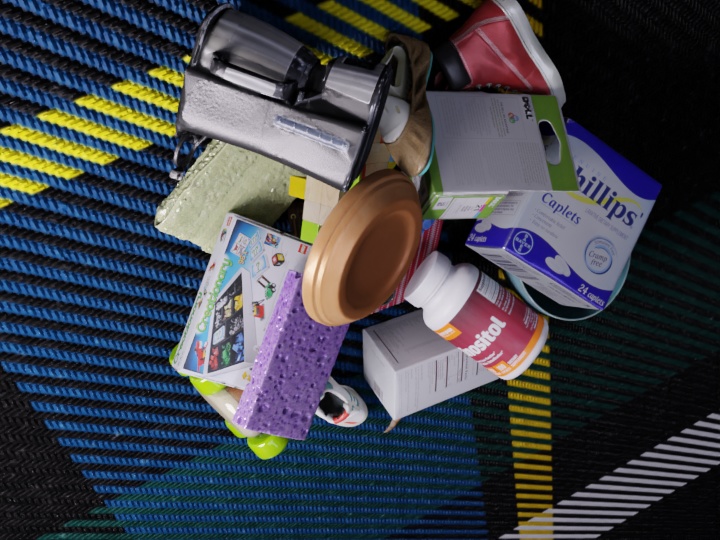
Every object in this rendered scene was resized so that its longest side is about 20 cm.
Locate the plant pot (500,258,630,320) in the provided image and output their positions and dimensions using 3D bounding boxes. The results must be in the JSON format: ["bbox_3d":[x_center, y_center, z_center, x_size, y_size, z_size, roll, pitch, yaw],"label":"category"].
[{"bbox_3d":[0.291,-0.031,1.244,0.199,0.135,0.201,-2,95,-20],"label":"plant pot"}]

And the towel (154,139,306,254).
[{"bbox_3d":[-0.146,-0.106,0.999,0.200,0.037,0.148,-50,135,10],"label":"towel"}]

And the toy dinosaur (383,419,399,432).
[{"bbox_3d":[0.096,0.216,1.393,0.200,0.060,0.106,-44,137,7],"label":"toy dinosaur"}]

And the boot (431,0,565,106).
[{"bbox_3d":[0.177,-0.249,1.067,0.144,0.072,0.200,-42,129,7],"label":"boot"}]

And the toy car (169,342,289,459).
[{"bbox_3d":[-0.129,0.123,1.127,0.200,0.158,0.165,-44,120,-16],"label":"toy car"}]

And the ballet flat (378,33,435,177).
[{"bbox_3d":[0.047,-0.202,0.950,0.072,0.201,0.068,23,147,-31],"label":"ballet flat"}]

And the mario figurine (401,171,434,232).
[{"bbox_3d":[0.082,-0.103,1.107,0.106,0.123,0.200,46,76,-12],"label":"mario figurine"}]

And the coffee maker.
[{"bbox_3d":[-0.083,-0.164,0.874,0.199,0.135,0.192,23,136,1],"label":"coffee maker"}]

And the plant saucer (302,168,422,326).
[{"bbox_3d":[0.012,-0.019,0.942,0.200,0.037,0.201,-40,146,-33],"label":"plant saucer"}]

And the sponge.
[{"bbox_3d":[-0.079,0.109,1.014,0.111,0.030,0.201,23,86,-46],"label":"sponge"}]

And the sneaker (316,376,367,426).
[{"bbox_3d":[-0.041,0.218,1.284,0.070,0.093,0.200,-39,135,2],"label":"sneaker"}]

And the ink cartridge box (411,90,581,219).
[{"bbox_3d":[0.163,-0.146,1.033,0.199,0.148,0.076,-2,159,-16],"label":"ink cartridge box"}]

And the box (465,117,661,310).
[{"bbox_3d":[0.278,-0.076,1.109,0.184,0.105,0.201,29,83,-20],"label":"box"}]

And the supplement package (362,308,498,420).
[{"bbox_3d":[0.116,0.135,1.301,0.199,0.114,0.110,-17,131,-20],"label":"supplement package"}]

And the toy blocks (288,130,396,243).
[{"bbox_3d":[-0.004,-0.138,1.009,0.137,0.100,0.201,-17,119,-54],"label":"toy blocks"}]

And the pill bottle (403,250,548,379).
[{"bbox_3d":[0.167,0.063,1.191,0.200,0.113,0.113,35,105,-8],"label":"pill bottle"}]

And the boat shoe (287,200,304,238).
[{"bbox_3d":[-0.072,0.002,1.093,0.070,0.070,0.201,-2,104,-13],"label":"boat shoe"}]

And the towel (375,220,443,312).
[{"bbox_3d":[0.034,-0.002,1.181,0.199,0.022,0.145,-18,132,-37],"label":"towel"}]

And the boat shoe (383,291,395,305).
[{"bbox_3d":[0.000,0.000,1.044,0.069,0.057,0.200,-41,158,6],"label":"boat shoe"}]

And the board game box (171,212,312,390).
[{"bbox_3d":[-0.138,0.043,1.003,0.126,0.035,0.201,21,88,-29],"label":"board game box"}]
